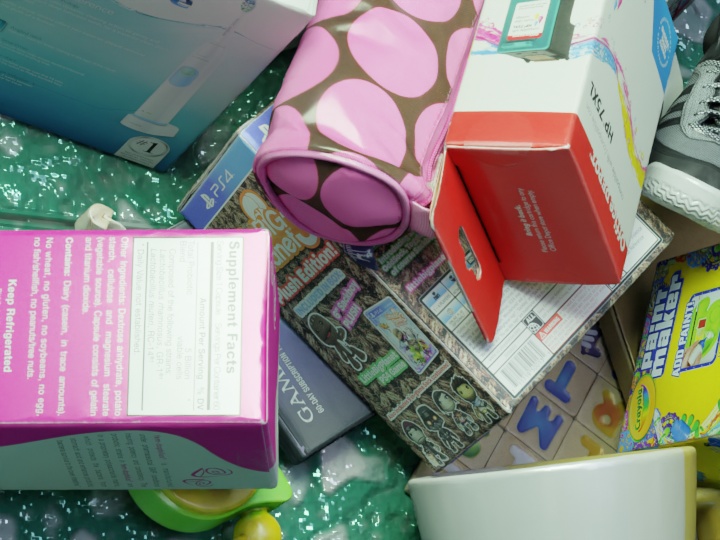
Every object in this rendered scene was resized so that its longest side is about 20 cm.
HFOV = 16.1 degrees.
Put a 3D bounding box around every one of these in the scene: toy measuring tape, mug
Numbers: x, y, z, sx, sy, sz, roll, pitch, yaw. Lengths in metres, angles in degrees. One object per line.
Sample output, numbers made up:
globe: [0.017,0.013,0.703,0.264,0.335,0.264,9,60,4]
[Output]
toy measuring tape: [-0.105,0.064,1.288,0.073,0.074,0.200,-30,86,-33]
mug: [0.125,0.172,1.314,0.186,0.149,0.154,-6,85,-10]

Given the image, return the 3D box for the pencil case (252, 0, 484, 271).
pencil case: [0.018,-0.106,1.272,0.093,0.091,0.201,10,59,15]

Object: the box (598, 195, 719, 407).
box: [0.207,0.015,1.491,0.163,0.021,0.201,-7,71,-32]

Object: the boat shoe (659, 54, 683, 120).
boat shoe: [0.125,-0.172,1.504,0.068,0.072,0.201,-15,84,-32]

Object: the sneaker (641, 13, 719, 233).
sneaker: [0.204,-0.092,1.406,0.075,0.114,0.200,27,17,5]

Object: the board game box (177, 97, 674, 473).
board game box: [0.035,-0.025,1.351,0.200,0.097,0.159,46,56,1]

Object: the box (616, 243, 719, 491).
box: [0.281,0.069,1.375,0.199,0.192,0.122,24,68,-26]

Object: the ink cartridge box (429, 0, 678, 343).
ink cartridge box: [0.098,-0.074,1.269,0.116,0.067,0.201,61,37,-50]

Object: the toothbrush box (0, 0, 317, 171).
toothbrush box: [-0.120,-0.144,1.284,0.146,0.200,0.086,19,63,-18]

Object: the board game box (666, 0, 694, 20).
board game box: [0.135,-0.206,1.448,0.148,0.064,0.200,44,73,9]

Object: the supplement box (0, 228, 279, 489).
supplement box: [-0.139,0.044,1.213,0.199,0.101,0.104,1,68,1]

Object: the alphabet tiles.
alphabet tiles: [0.112,0.096,1.423,0.200,0.008,0.167,38,58,-10]

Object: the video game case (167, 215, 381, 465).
video game case: [0.000,0.000,1.391,0.200,0.019,0.143,-31,82,-32]

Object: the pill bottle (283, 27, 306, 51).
pill bottle: [-0.059,-0.231,1.402,0.114,0.114,0.201,-21,81,-32]
